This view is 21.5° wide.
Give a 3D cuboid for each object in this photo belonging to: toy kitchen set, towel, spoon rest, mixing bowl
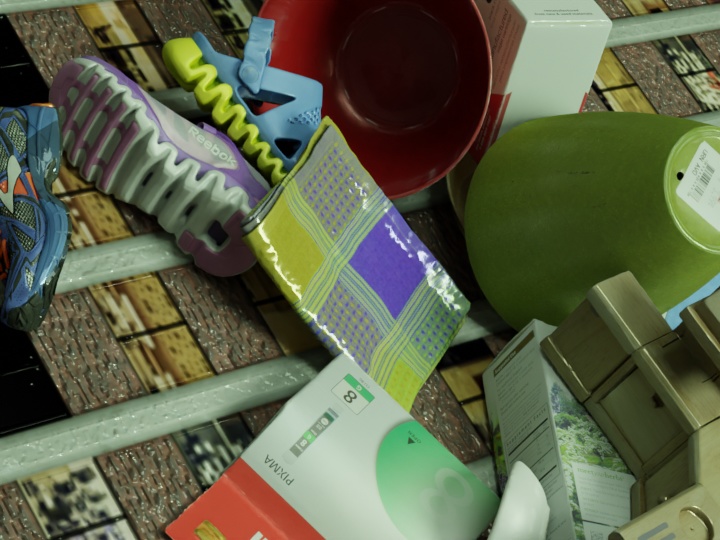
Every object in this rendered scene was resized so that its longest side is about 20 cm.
[{"bbox_3d":[0.194,0.097,1.277,0.180,0.163,0.201,-19,68,-44],"label":"toy kitchen set"},{"bbox_3d":[0.000,0.000,1.399,0.200,0.023,0.144,54,45,-17],"label":"towel"},{"bbox_3d":[0.088,0.223,1.278,0.060,0.100,0.201,9,58,7],"label":"spoon rest"},{"bbox_3d":[0.018,-0.161,1.509,0.200,0.200,0.108,43,15,6],"label":"mixing bowl"}]

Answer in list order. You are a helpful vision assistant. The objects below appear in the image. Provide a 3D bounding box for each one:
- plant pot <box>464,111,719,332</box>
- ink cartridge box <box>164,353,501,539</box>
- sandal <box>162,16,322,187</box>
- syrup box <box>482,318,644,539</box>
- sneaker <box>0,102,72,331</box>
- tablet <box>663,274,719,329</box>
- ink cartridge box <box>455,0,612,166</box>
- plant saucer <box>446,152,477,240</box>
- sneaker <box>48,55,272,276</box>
[{"bbox_3d":[0.207,-0.043,1.426,0.186,0.200,0.189,4,81,-26],"label":"plant pot"},{"bbox_3d":[-0.014,0.166,1.285,0.161,0.050,0.200,43,40,6],"label":"ink cartridge box"},{"bbox_3d":[-0.060,-0.116,1.444,0.087,0.079,0.200,-39,93,-7],"label":"sandal"},{"bbox_3d":[0.154,0.143,1.392,0.078,0.082,0.201,15,46,-26],"label":"syrup box"},{"bbox_3d":[-0.244,-0.037,1.296,0.078,0.076,0.201,5,43,-19],"label":"sneaker"},{"bbox_3d":[0.290,0.073,1.502,0.129,0.014,0.201,28,53,-4],"label":"tablet"},{"bbox_3d":[0.113,-0.200,1.578,0.083,0.145,0.201,-2,40,-24],"label":"ink cartridge box"},{"bbox_3d":[0.151,-0.039,1.582,0.199,0.035,0.201,18,46,-20],"label":"plant saucer"},{"bbox_3d":[-0.141,-0.086,1.401,0.200,0.081,0.089,42,35,-3],"label":"sneaker"}]
